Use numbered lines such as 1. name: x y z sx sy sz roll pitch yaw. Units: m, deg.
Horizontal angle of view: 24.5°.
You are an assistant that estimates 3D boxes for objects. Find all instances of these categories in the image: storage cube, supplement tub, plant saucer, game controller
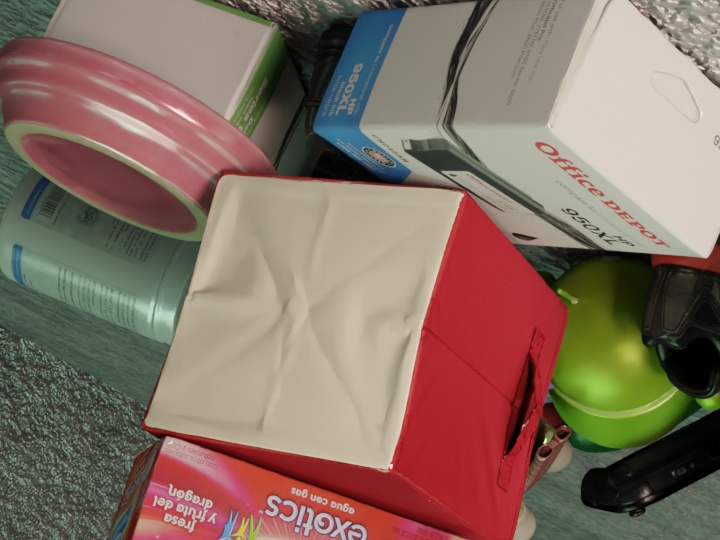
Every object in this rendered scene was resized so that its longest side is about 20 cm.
1. storage cube: 0.000 0.057 1.012 0.199 0.172 0.180 7 161 29
2. supplement tub: -0.241 -0.019 1.627 0.199 0.133 0.132 23 166 11
3. plant saucer: -0.151 -0.076 1.070 0.200 0.051 0.201 23 165 6
4. game controller: 0.263 0.134 1.268 0.042 0.199 0.104 65 165 5

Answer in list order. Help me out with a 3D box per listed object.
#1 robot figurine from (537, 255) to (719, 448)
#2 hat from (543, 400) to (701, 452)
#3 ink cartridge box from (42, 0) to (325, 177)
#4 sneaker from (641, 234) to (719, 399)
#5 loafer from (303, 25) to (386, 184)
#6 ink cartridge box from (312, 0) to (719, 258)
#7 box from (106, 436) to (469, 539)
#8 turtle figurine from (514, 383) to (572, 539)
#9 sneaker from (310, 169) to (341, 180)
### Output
1. robot figurine: 0.189 0.061 1.216 0.175 0.116 0.200 20 166 19
2. hat: 0.196 0.145 1.386 0.199 0.177 0.166 15 164 34
3. ink cartridge box: -0.117 -0.115 1.147 0.145 0.085 0.200 21 165 15
4. sneaker: 0.251 0.051 1.111 0.071 0.098 0.200 4 157 48
5. loafer: 0.038 -0.075 1.059 0.200 0.073 0.073 32 163 -32
6. ink cartridge box: 0.094 -0.079 0.921 0.144 0.085 0.199 33 164 -34
7. box: -0.047 0.178 0.978 0.199 0.096 0.100 21 162 -13
8. turtle figurine: 0.070 0.117 1.234 0.199 0.145 0.194 -14 147 19
9. sneaker: -0.035 -0.040 1.260 0.199 0.072 0.083 24 -176 19
